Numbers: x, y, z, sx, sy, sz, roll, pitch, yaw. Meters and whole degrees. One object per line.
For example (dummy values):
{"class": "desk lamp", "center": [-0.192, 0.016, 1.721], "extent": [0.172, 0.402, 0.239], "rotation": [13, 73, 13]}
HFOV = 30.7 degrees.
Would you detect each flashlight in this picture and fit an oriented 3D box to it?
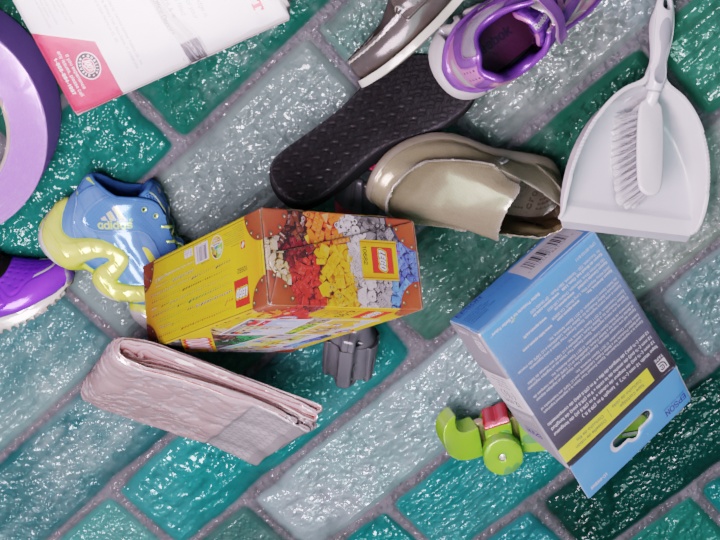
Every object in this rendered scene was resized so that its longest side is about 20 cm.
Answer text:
{"class": "flashlight", "center": [0.000, 0.000, 1.178], "extent": [0.067, 0.068, 0.202], "rotation": [-13, 124, -32]}

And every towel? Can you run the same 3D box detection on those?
{"class": "towel", "center": [-0.149, 0.120, 1.173], "extent": [0.189, 0.033, 0.200], "rotation": [22, 157, -13]}

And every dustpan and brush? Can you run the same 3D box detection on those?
{"class": "dustpan and brush", "center": [0.243, -0.133, 1.117], "extent": [0.138, 0.057, 0.202], "rotation": [5, 84, -19]}

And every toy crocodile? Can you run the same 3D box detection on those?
{"class": "toy crocodile", "center": [0.170, 0.146, 1.241], "extent": [0.198, 0.068, 0.062], "rotation": [-8, 113, 2]}

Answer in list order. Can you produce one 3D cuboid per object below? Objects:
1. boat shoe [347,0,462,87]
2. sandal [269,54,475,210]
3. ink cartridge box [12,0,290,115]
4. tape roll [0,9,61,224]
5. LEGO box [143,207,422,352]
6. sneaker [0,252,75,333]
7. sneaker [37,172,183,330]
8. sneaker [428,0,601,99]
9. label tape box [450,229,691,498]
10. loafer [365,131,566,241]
{"class": "boat shoe", "center": [0.058, -0.236, 1.069], "extent": [0.201, 0.072, 0.061], "rotation": [-44, 104, 9]}
{"class": "sandal", "center": [0.010, -0.115, 1.112], "extent": [0.199, 0.045, 0.075], "rotation": [-34, 68, -10]}
{"class": "ink cartridge box", "center": [-0.170, -0.238, 1.053], "extent": [0.198, 0.084, 0.146], "rotation": [-22, 113, 8]}
{"class": "tape roll", "center": [-0.358, -0.130, 1.109], "extent": [0.198, 0.066, 0.202], "rotation": [-1, 115, -1]}
{"class": "LEGO box", "center": [-0.069, 0.014, 1.083], "extent": [0.148, 0.199, 0.078], "rotation": [3, 76, -36]}
{"class": "sneaker", "center": [-0.358, 0.004, 1.167], "extent": [0.198, 0.070, 0.100], "rotation": [-14, 112, 5]}
{"class": "sneaker", "center": [-0.181, -0.014, 1.159], "extent": [0.199, 0.076, 0.105], "rotation": [31, 110, -13]}
{"class": "sneaker", "center": [0.146, -0.214, 1.056], "extent": [0.200, 0.088, 0.081], "rotation": [-44, 104, 1]}
{"class": "label tape box", "center": [0.193, 0.081, 1.186], "extent": [0.143, 0.066, 0.201], "rotation": [-40, 112, -13]}
{"class": "loafer", "center": [0.099, -0.066, 1.105], "extent": [0.198, 0.068, 0.076], "rotation": [-1, 128, -29]}
